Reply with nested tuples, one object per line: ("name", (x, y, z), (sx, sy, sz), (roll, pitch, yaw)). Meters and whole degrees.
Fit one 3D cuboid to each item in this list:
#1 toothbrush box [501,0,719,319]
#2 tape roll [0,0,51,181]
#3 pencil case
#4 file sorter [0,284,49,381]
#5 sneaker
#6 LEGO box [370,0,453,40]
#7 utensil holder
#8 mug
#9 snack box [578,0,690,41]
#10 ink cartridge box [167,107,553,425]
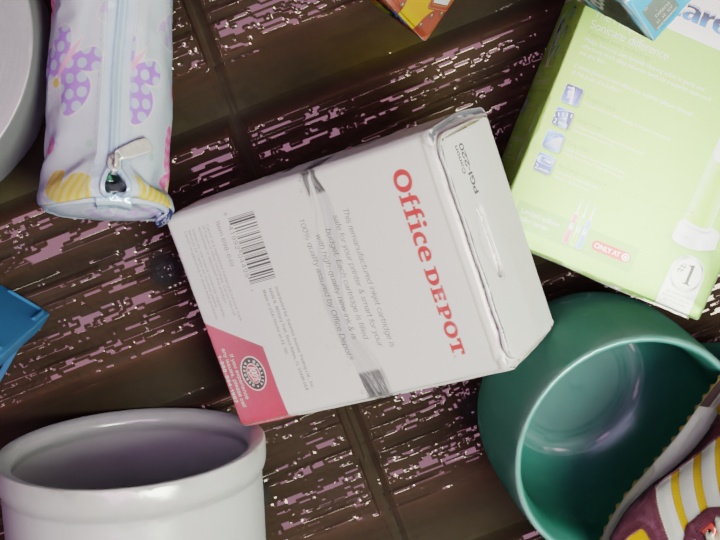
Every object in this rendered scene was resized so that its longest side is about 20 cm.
("toothbrush box", (0.180, -0.091, 0.827), (0.144, 0.086, 0.202), (21, 97, -5))
("tape roll", (-0.294, -0.136, 0.800), (0.198, 0.066, 0.202), (0, 87, 0))
("pencil case", (-0.154, -0.128, 0.789), (0.082, 0.091, 0.202), (0, 82, -2))
("file sorter", (-0.324, 0.041, 0.806), (0.199, 0.139, 0.123), (30, 99, -5))
("sneaker", (0.208, 0.144, 0.747), (0.074, 0.090, 0.201), (25, 100, -21))
("LEGO box", (0.032, -0.268, 0.775), (0.149, 0.077, 0.201), (38, 95, 24))
("utensil holder", (-0.137, 0.207, 0.817), (0.168, 0.170, 0.202), (-4, 99, -1))
("mug", (0.166, 0.095, 0.831), (0.184, 0.114, 0.153), (17, 104, -19))
("snack box", (0.147, -0.218, 0.759), (0.116, 0.200, 0.037), (-47, 127, 5))
("ink cartridge box", (0.000, 0.000, 0.793), (0.199, 0.085, 0.147), (-15, 99, 33))
